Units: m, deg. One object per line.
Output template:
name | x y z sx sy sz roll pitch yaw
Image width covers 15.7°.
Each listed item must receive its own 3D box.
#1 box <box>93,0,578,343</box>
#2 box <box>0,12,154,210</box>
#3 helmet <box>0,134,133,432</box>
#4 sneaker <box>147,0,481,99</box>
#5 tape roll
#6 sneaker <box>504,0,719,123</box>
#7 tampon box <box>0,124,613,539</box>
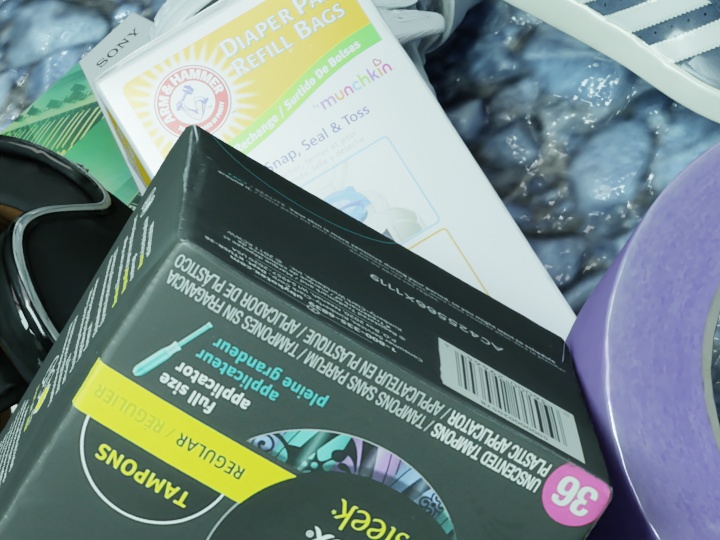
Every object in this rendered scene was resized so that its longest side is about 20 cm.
box | 0.000 0.000 0.947 0.101 0.112 0.200 -31 80 -5
box | -0.080 -0.024 1.117 0.200 0.036 0.144 28 66 39
helmet | -0.136 0.054 0.961 0.200 0.200 0.191 -18 14 9
sneaker | 0.019 -0.102 1.094 0.200 0.075 0.115 -26 42 -28
tape roll | 0.165 0.052 0.844 0.200 0.085 0.200 3 67 -8
sneaker | 0.131 -0.123 1.034 0.200 0.085 0.075 26 35 8
tampon box | -0.042 0.088 0.802 0.200 0.150 0.126 -58 11 14
